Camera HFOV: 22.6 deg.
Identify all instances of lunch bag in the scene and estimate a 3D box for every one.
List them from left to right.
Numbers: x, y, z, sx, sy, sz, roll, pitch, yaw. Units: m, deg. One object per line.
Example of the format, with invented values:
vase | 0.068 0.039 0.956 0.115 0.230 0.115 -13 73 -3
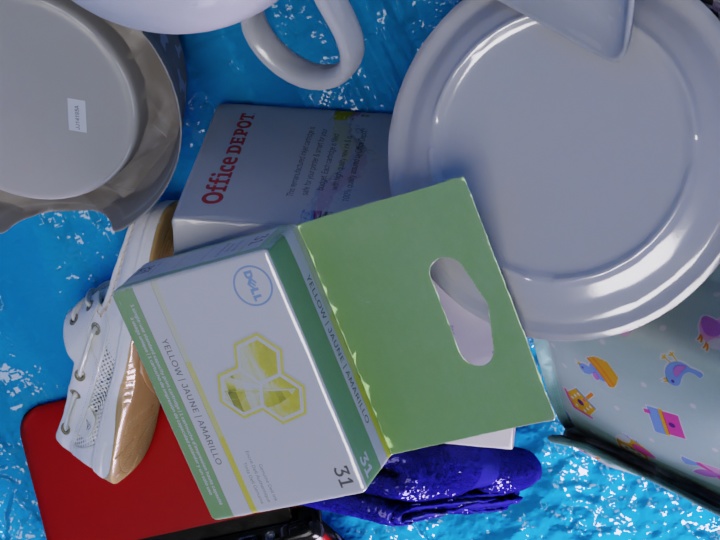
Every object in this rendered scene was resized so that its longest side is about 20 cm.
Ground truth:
lunch bag | 0.199 0.073 1.050 0.170 0.122 0.200 23 147 29

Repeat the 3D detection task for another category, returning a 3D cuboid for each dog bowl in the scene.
dog bowl | -0.194 -0.113 1.068 0.199 0.059 0.200 8 128 10

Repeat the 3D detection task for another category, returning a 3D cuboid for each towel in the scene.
towel | 0.009 0.126 1.105 0.147 0.200 0.050 2 85 28

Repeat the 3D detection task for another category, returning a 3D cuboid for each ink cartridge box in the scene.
ink cartridge box | -0.016 0.045 0.954 0.200 0.048 0.146 -14 106 29
ink cartridge box | 0.000 0.000 1.066 0.199 0.147 0.145 5 122 6

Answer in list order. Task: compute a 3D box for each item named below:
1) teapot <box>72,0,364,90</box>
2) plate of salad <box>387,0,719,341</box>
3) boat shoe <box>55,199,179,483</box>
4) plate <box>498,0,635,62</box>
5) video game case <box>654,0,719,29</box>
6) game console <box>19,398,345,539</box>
teapot | -0.102 -0.200 0.961 0.197 0.201 0.146 -2 159 -15
plate of salad | 0.111 -0.063 0.941 0.200 0.048 0.201 -2 86 23
boat shoe | -0.161 0.040 1.160 0.069 0.071 0.200 23 113 17
plate | 0.071 -0.227 0.885 0.199 0.032 0.200 34 141 30
video game case | 0.163 -0.177 0.913 0.200 0.022 0.183 -16 108 41
game console | -0.112 0.161 1.258 0.199 0.119 0.172 -14 149 17
